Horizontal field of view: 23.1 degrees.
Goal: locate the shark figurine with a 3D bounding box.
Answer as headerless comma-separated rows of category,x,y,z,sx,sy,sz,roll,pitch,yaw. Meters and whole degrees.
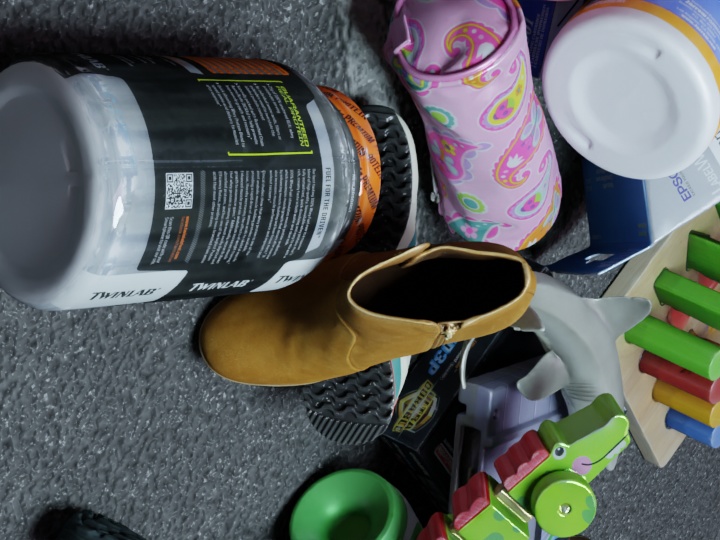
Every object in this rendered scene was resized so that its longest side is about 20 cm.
shark figurine,0.135,0.031,1.108,0.214,0.089,0.129,38,46,-52

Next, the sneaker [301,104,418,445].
sneaker,0.000,0.001,1.079,0.093,0.069,0.202,-31,124,-82

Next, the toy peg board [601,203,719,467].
toy peg board,0.292,0.043,1.392,0.200,0.097,0.200,-51,139,-16

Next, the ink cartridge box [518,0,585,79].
ink cartridge box,0.172,-0.180,1.182,0.199,0.044,0.095,-7,115,-48

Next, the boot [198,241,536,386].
boot,-0.004,0.018,0.957,0.144,0.199,0.072,34,46,-82

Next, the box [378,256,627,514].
box,0.104,0.105,1.252,0.159,0.046,0.200,-52,139,-16

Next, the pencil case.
pencil case,0.071,-0.089,1.060,0.088,0.087,0.200,-51,152,-17

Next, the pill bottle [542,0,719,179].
pill bottle,0.200,-0.153,1.088,0.200,0.111,0.113,-50,141,-42

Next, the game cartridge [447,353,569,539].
game cartridge,0.102,0.163,1.187,0.129,0.038,0.202,-10,109,-50

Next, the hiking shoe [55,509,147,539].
hiking shoe,-0.124,0.213,1.028,0.087,0.074,0.200,-54,140,-14

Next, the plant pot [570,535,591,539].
plant pot,0.213,0.336,1.373,0.186,0.199,0.189,-25,127,-38

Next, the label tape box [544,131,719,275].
label tape box,0.209,-0.074,1.188,0.199,0.143,0.067,-31,94,-7

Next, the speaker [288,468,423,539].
speaker,0.019,0.220,1.186,0.089,0.088,0.201,-47,138,-20

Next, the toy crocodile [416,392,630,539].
toy crocodile,0.084,0.147,1.076,0.200,0.068,0.062,-43,109,13

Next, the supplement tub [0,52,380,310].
supplement tub,-0.090,-0.047,0.895,0.199,0.122,0.124,-5,113,-46
